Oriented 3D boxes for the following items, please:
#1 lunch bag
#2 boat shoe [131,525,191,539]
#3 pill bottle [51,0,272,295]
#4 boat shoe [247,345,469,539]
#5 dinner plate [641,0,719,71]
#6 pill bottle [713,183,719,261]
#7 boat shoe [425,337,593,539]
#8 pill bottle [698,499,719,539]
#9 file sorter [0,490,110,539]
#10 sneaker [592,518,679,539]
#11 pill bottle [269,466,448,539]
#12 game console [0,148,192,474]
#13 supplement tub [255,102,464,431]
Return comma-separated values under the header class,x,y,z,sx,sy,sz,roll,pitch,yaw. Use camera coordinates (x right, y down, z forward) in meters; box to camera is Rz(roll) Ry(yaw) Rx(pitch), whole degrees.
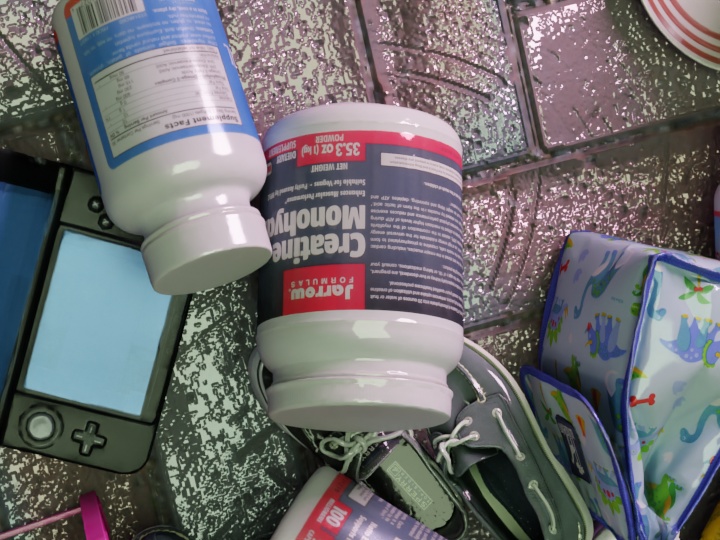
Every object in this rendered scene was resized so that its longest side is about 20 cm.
class,x,y,z,sx,sy,sz,roll,pitch,yaw
lunch bag,0.192,0.082,1.254,0.126,0.170,0.202,10,95,-14
boat shoe,-0.104,0.270,1.219,0.074,0.062,0.202,-19,92,-11
pill bottle,-0.125,-0.091,1.167,0.111,0.112,0.202,-15,76,-10
boat shoe,0.001,0.124,1.268,0.074,0.068,0.200,-41,102,-6
dinner plate,0.288,-0.246,1.320,0.198,0.024,0.202,-1,96,-12
pill bottle,0.314,-0.012,1.304,0.108,0.109,0.202,-5,96,-12
boat shoe,0.086,0.124,1.253,0.073,0.062,0.201,-44,75,30
pill bottle,0.315,0.201,1.322,0.112,0.113,0.201,30,89,-13
file sorter,-0.204,0.277,1.202,0.124,0.139,0.202,-18,99,-9
sneaker,0.197,0.224,1.304,0.100,0.075,0.200,43,69,-10
pill bottle,0.028,0.233,1.209,0.199,0.120,0.120,30,88,6
game console,-0.199,0.033,1.191,0.174,0.116,0.202,15,92,-13
supplement tub,0.000,0.000,1.197,0.139,0.140,0.202,3,76,-13
